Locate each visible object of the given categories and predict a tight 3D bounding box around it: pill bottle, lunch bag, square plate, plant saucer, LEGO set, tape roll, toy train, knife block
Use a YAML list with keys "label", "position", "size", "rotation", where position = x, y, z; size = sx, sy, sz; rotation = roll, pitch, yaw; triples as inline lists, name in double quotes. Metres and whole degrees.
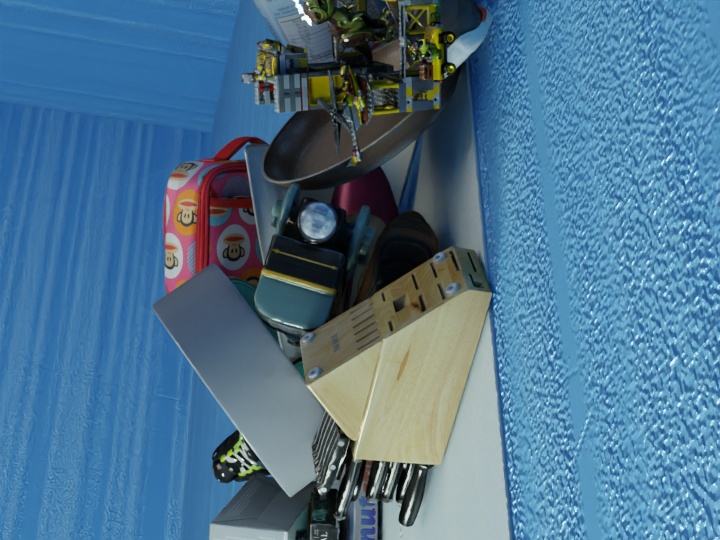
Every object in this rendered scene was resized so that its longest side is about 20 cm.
- label: "pill bottle"
  position: [-0.031, -0.239, 1.111]
  size: [0.200, 0.109, 0.109]
  rotation: [60, -171, -30]
- label: "lunch bag"
  position: [-0.108, -0.048, 1.216]
  size: [0.082, 0.200, 0.177]
  rotation: [6, 98, 40]
- label: "square plate"
  position: [-0.045, -0.027, 1.149]
  size: [0.198, 0.028, 0.200]
  rotation: [-22, -77, -69]
- label: "plant saucer"
  position: [0.006, -0.130, 0.998]
  size: [0.200, 0.032, 0.200]
  rotation: [-29, 26, 16]
- label: "LEGO set"
  position: [-0.023, -0.177, 0.889]
  size: [0.200, 0.116, 0.154]
  rotation: [-135, 41, -57]
- label: "tape roll"
  position: [-0.093, 0.092, 1.011]
  size: [0.200, 0.066, 0.200]
  rotation: [53, 173, 10]
- label: "toy train"
  position: [-0.042, 0.002, 0.977]
  size: [0.200, 0.085, 0.114]
  rotation: [104, -176, -81]
- label: "knife block"
  position: [0.042, 0.101, 0.897]
  size: [0.200, 0.176, 0.064]
  rotation: [-32, 30, 10]

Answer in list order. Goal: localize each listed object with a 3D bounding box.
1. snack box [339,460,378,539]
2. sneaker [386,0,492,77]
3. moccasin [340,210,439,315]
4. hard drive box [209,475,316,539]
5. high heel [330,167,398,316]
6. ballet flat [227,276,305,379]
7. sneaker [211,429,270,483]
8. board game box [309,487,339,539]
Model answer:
- label: "snack box"
  position: [-0.003, 0.241, 1.069]
  size: [0.072, 0.024, 0.200]
  rotation: [116, 158, -60]
- label: "sneaker"
  position: [0.043, -0.215, 0.941]
  size: [0.077, 0.082, 0.200]
  rotation: [-42, 28, 19]
- label: "moccasin"
  position: [0.017, 0.047, 0.987]
  size: [0.078, 0.074, 0.202]
  rotation: [-74, -7, -68]
- label: "hard drive box"
  position: [-0.091, 0.317, 1.152]
  size: [0.156, 0.077, 0.200]
  rotation: [-36, -51, -77]
- label: "high heel"
  position: [0.000, 0.000, 1.082]
  size: [0.096, 0.067, 0.200]
  rotation: [-87, 2, -71]
- label: "ballet flat"
  position: [-0.078, 0.090, 1.160]
  size: [0.071, 0.200, 0.071]
  rotation: [-43, 8, 7]
- label: "sneaker"
  position: [-0.114, 0.200, 1.262]
  size: [0.083, 0.072, 0.200]
  rotation: [-40, -2, -11]
- label: "board game box"
  position: [-0.037, 0.312, 1.089]
  size: [0.135, 0.028, 0.200]
  rotation: [-118, 30, -87]
